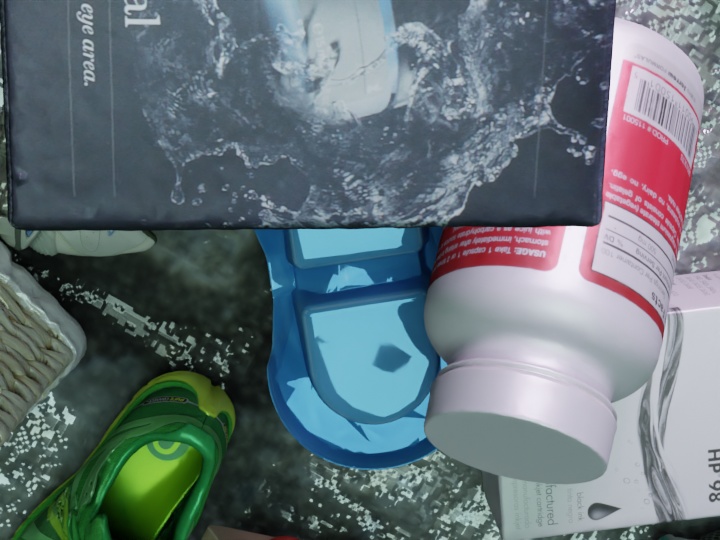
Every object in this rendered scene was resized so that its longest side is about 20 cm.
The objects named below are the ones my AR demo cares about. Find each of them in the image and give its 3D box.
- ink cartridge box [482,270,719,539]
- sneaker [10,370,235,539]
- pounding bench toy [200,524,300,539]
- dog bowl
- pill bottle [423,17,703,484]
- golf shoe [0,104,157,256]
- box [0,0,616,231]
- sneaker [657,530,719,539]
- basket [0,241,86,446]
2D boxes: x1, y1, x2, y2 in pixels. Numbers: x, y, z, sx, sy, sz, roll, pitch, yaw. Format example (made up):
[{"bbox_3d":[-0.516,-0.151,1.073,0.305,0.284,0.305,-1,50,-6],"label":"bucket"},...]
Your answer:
[{"bbox_3d":[0.163,0.067,0.781,0.197,0.067,0.118,-7,103,-3],"label":"ink cartridge box"},{"bbox_3d":[-0.137,0.142,0.767,0.074,0.084,0.201,31,100,-12],"label":"sneaker"},{"bbox_3d":[-0.007,0.234,0.777,0.199,0.124,0.157,21,102,-42],"label":"pounding bench toy"},{"bbox_3d":[0.000,0.000,0.760,0.110,0.050,0.203,-8,104,0],"label":"dog bowl"},{"bbox_3d":[0.092,-0.009,0.690,0.111,0.112,0.202,20,66,-9],"label":"pill bottle"},{"bbox_3d":[-0.118,-0.101,0.726,0.096,0.078,0.202,12,109,-25],"label":"golf shoe"},{"bbox_3d":[-0.019,-0.123,0.497,0.197,0.118,0.200,-1,106,-6],"label":"box"},{"bbox_3d":[0.234,0.229,0.799,0.090,0.078,0.202,-18,79,-12],"label":"sneaker"},{"bbox_3d":[-0.270,0.055,0.675,0.200,0.161,0.198,-41,103,19],"label":"basket"}]
